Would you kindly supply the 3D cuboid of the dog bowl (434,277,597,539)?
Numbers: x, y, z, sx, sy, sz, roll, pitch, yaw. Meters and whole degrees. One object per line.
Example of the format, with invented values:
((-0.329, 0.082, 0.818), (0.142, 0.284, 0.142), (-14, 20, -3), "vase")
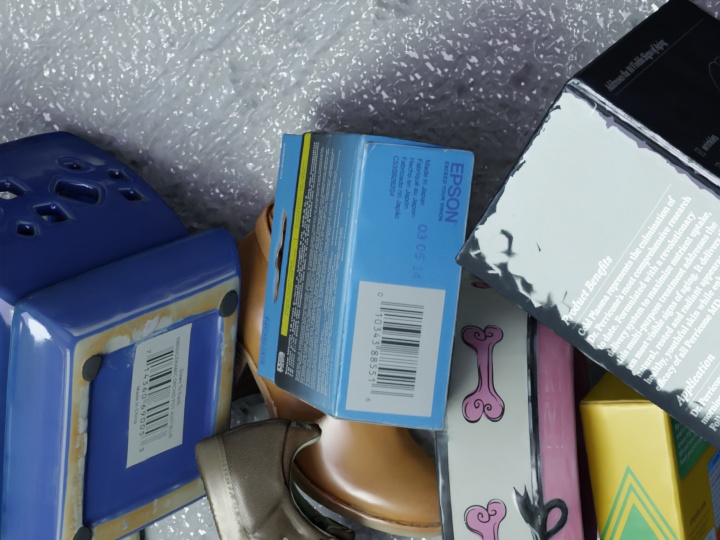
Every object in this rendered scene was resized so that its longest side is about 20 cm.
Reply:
((0.088, 0.100, 1.394), (0.074, 0.200, 0.200), (-4, 107, 9), "dog bowl")

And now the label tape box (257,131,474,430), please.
((0.000, 0.000, 1.361), (0.063, 0.200, 0.144), (6, 92, -13), "label tape box")

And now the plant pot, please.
((-0.181, 0.053, 1.461), (0.180, 0.200, 0.200), (22, 117, 33), "plant pot")

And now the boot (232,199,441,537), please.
((0.002, 0.047, 1.477), (0.200, 0.077, 0.155), (42, 122, 19), "boot")

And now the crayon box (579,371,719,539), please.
((0.170, 0.114, 1.395), (0.052, 0.126, 0.200), (-3, 106, 24), "crayon box")

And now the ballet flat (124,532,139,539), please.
((-0.164, 0.220, 1.610), (0.069, 0.069, 0.200), (-5, 106, 25), "ballet flat")

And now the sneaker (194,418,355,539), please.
((-0.032, 0.181, 1.449), (0.075, 0.070, 0.200), (-18, 103, -4), "sneaker")

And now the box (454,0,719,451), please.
((0.185, -0.022, 1.299), (0.197, 0.200, 0.124), (37, 118, 8), "box")
